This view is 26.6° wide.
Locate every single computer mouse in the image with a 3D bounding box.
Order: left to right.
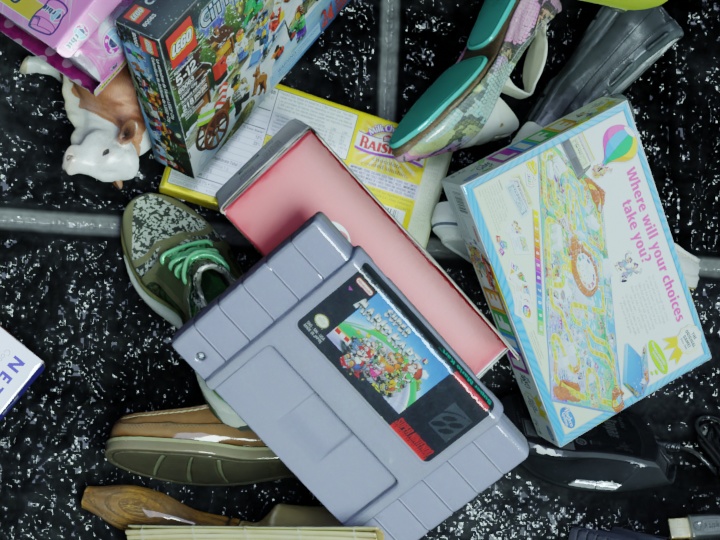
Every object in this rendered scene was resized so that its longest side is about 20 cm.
[{"bbox_3d":[0.189,0.151,1.083,0.199,0.141,0.046,7,119,-13],"label":"computer mouse"}]

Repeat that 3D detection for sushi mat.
[{"bbox_3d":[-0.059,0.205,0.999,0.012,0.199,0.096,-55,132,-49],"label":"sushi mat"}]

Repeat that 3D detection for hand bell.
[{"bbox_3d":[-0.095,0.179,1.049,0.199,0.104,0.105,13,80,3],"label":"hand bell"}]

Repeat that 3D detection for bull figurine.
[{"bbox_3d":[-0.167,-0.155,1.080,0.121,0.065,0.200,33,73,5],"label":"bull figurine"}]

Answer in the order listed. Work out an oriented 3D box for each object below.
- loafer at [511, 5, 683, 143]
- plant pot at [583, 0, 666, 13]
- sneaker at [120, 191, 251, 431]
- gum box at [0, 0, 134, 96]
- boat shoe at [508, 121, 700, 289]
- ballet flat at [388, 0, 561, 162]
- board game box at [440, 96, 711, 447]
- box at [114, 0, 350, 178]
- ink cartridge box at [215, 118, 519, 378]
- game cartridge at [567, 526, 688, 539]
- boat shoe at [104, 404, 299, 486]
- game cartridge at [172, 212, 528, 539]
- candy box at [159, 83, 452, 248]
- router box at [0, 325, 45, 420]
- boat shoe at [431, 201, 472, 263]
[{"bbox_3d":[0.172,-0.125,1.138,0.070,0.068,0.201,35,75,4],"label":"loafer"},{"bbox_3d":[0.156,-0.308,1.084,0.198,0.182,0.201,10,45,-10],"label":"plant pot"},{"bbox_3d":[-0.103,0.008,1.039,0.077,0.089,0.200,-25,60,-21],"label":"sneaker"},{"bbox_3d":[-0.210,-0.212,1.030,0.200,0.066,0.114,34,81,30],"label":"gum box"},{"bbox_3d":[0.183,-0.046,1.097,0.200,0.071,0.070,26,90,-33],"label":"boat shoe"},{"bbox_3d":[0.097,-0.143,1.123,0.071,0.069,0.200,42,65,-23],"label":"ballet flat"},{"bbox_3d":[0.151,0.001,1.040,0.134,0.034,0.201,-27,109,-16],"label":"board game box"},{"bbox_3d":[-0.080,-0.179,1.043,0.038,0.137,0.200,26,61,22],"label":"box"},{"bbox_3d":[0.000,0.000,1.015,0.084,0.176,0.200,-43,99,0],"label":"ink cartridge box"},{"bbox_3d":[0.260,0.210,1.076,0.199,0.130,0.039,10,80,-9],"label":"game cartridge"},{"bbox_3d":[-0.077,0.110,1.066,0.199,0.072,0.068,4,66,-9],"label":"boat shoe"},{"bbox_3d":[-0.004,0.076,0.947,0.130,0.038,0.200,-39,101,20],"label":"game cartridge"},{"bbox_3d":[-0.038,-0.076,1.115,0.199,0.026,0.103,18,77,-8],"label":"candy box"},{"bbox_3d":[-0.345,0.083,1.026,0.179,0.049,0.200,39,77,-3],"label":"router box"},{"bbox_3d":[0.137,0.014,1.110,0.199,0.074,0.066,25,76,-6],"label":"boat shoe"}]
